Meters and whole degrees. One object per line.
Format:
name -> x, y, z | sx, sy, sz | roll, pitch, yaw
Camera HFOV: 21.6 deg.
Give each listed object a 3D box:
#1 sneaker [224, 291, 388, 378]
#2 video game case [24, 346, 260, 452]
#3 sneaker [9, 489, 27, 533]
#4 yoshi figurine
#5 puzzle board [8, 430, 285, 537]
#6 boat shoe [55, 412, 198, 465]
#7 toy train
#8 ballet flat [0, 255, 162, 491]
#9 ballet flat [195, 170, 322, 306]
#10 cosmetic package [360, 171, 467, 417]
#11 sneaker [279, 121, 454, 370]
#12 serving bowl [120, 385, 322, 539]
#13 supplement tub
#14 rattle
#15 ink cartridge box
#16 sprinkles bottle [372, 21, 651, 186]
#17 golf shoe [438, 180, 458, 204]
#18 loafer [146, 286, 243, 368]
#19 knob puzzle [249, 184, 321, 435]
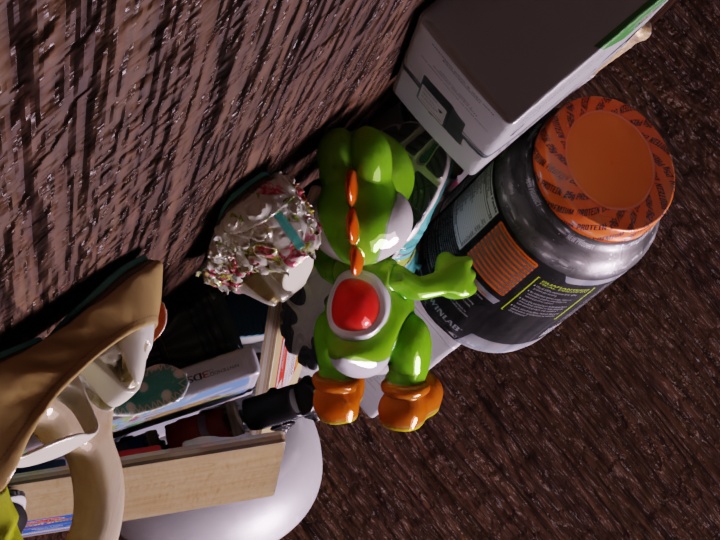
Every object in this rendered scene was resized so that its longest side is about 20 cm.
sneaker -> -0.025, 0.052, 1.564 | 0.199, 0.081, 0.077 | 8, -113, 42
video game case -> -0.157, 0.095, 1.257 | 0.181, 0.022, 0.200 | -18, 174, -7
sneaker -> -0.267, 0.208, 1.270 | 0.069, 0.091, 0.200 | 2, 158, -25
yoshi figurine -> 0.009, -0.006, 1.219 | 0.112, 0.202, 0.112 | -16, -153, -24
puzzle board -> -0.155, 0.149, 1.328 | 0.198, 0.018, 0.151 | -8, 160, -9
boat shoe -> -0.195, 0.117, 1.471 | 0.069, 0.071, 0.200 | -4, -148, 42
toy train -> -0.113, 0.116, 1.332 | 0.199, 0.034, 0.046 | -21, 171, 21
ballet flat -> -0.148, 0.055, 0.957 | 0.069, 0.063, 0.200 | -42, 178, 35
ballet flat -> -0.061, -0.009, 1.177 | 0.076, 0.064, 0.200 | -41, 178, -8
cosmetic package -> 0.042, -0.007, 1.636 | 0.167, 0.167, 0.200 | -39, 176, -29
sneaker -> 0.009, -0.021, 1.304 | 0.079, 0.077, 0.201 | -15, 142, -51
serving bowl -> -0.127, 0.137, 1.544 | 0.200, 0.199, 0.066 | -39, 151, -37
supplement tub -> 0.124, -0.031, 1.292 | 0.122, 0.123, 0.200 | -39, 177, -32
rattle -> -0.198, 0.106, 1.085 | 0.142, 0.130, 0.201 | -29, -147, 40
ink cartridge box -> 0.103, -0.144, 1.128 | 0.146, 0.083, 0.200 | -40, 178, -5
sprinkles bottle -> 0.103, -0.131, 1.301 | 0.199, 0.068, 0.068 | -36, 179, 20
golf shoe -> 0.058, -0.107, 1.408 | 0.072, 0.092, 0.201 | 24, 104, -45
loafer -> -0.128, 0.056, 1.405 | 0.072, 0.073, 0.200 | -21, 169, -6
knob puzzle -> -0.056, 0.022, 1.436 | 0.220, 0.030, 0.222 | 14, 90, -83
